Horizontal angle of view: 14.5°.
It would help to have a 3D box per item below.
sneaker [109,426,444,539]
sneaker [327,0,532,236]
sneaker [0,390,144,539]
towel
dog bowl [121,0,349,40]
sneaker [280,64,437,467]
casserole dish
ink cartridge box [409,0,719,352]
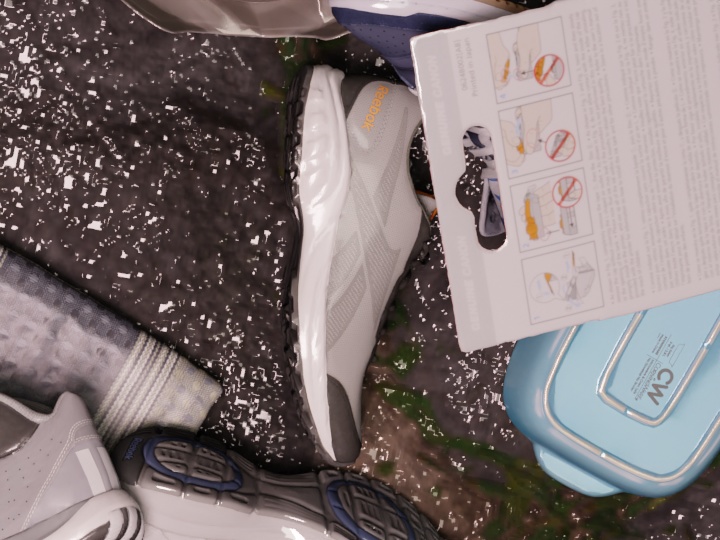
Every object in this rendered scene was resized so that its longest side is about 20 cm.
[{"bbox_3d":[-0.041,0.144,1.419,0.200,0.075,0.087,19,115,-11],"label":"sneaker"},{"bbox_3d":[0.060,-0.072,1.350,0.200,0.070,0.109,15,91,-36],"label":"sneaker"},{"bbox_3d":[-0.206,0.118,1.385,0.200,0.075,0.116,-25,73,14],"label":"sneaker"},{"bbox_3d":[-0.198,0.092,1.424,0.192,0.035,0.200,31,94,-10],"label":"towel"},{"bbox_3d":[-0.050,-0.206,1.369,0.200,0.059,0.200,0,98,-3],"label":"dog bowl"},{"bbox_3d":[0.000,0.000,1.396,0.079,0.074,0.200,2,98,-8],"label":"sneaker"},{"bbox_3d":[0.155,0.027,1.423,0.121,0.039,0.200,29,97,-6],"label":"casserole dish"},{"bbox_3d":[0.124,-0.062,1.336,0.200,0.047,0.160,-14,110,-12],"label":"ink cartridge box"}]
